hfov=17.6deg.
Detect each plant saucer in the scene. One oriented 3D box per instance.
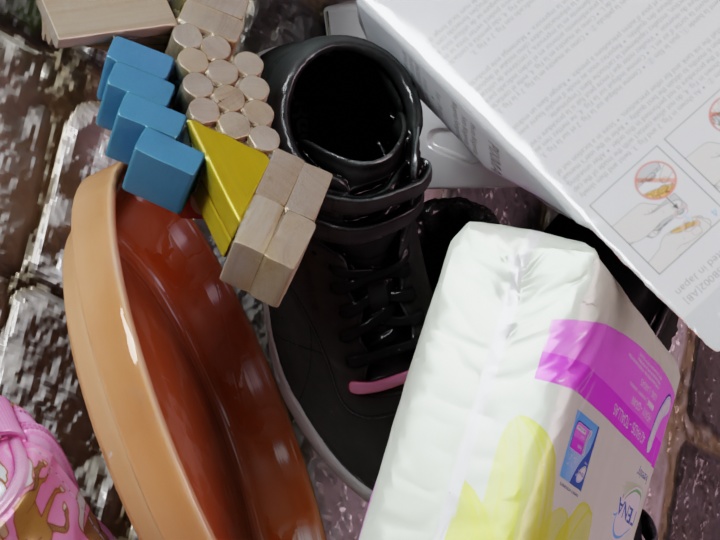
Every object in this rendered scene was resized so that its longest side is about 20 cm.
[{"bbox_3d":[-0.060,0.058,0.845,0.200,0.032,0.201,-23,90,-82],"label":"plant saucer"}]

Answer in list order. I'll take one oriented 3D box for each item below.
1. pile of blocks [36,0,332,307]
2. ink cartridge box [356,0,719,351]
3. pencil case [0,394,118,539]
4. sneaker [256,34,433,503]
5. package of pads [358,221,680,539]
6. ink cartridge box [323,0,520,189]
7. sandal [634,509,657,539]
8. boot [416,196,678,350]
[{"bbox_3d":[-0.074,-0.062,0.835,0.082,0.062,0.201,-8,57,-24],"label":"pile of blocks"},{"bbox_3d":[0.120,-0.083,0.872,0.162,0.200,0.057,-41,163,-6],"label":"ink cartridge box"},{"bbox_3d":[-0.104,0.132,0.816,0.200,0.082,0.087,56,50,-36],"label":"pencil case"},{"bbox_3d":[0.000,0.000,0.900,0.070,0.099,0.201,-16,86,-14],"label":"sneaker"},{"bbox_3d":[0.054,0.100,0.874,0.155,0.068,0.201,43,63,-65],"label":"package of pads"},{"bbox_3d":[0.101,-0.096,1.033,0.200,0.145,0.085,-22,107,-51],"label":"ink cartridge box"},{"bbox_3d":[0.105,0.133,1.055,0.043,0.076,0.201,46,23,-25],"label":"sandal"},{"bbox_3d":[0.069,0.010,1.047,0.158,0.079,0.212,54,51,-39],"label":"boot"}]
